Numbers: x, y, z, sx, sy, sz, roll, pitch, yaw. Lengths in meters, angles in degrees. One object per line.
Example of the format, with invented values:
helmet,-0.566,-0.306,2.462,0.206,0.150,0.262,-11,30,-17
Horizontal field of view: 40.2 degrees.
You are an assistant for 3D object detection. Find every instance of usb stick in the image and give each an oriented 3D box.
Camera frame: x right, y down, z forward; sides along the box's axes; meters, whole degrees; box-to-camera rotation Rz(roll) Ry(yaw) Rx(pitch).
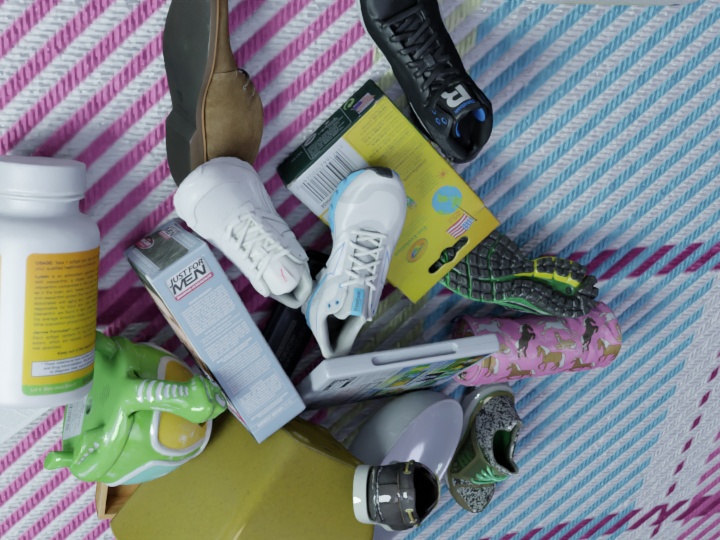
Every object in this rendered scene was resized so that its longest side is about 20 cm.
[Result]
usb stick,-0.078,0.068,1.027,0.055,0.033,0.200,11,116,-36

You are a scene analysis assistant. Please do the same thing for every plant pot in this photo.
plant pot,-0.099,0.247,0.998,0.194,0.195,0.200,32,88,-35

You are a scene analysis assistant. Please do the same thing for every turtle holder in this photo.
turtle holder,-0.206,0.126,0.935,0.132,0.141,0.186,18,125,-32

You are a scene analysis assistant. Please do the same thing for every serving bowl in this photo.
serving bowl,0.033,0.217,1.121,0.200,0.066,0.200,-38,146,-33

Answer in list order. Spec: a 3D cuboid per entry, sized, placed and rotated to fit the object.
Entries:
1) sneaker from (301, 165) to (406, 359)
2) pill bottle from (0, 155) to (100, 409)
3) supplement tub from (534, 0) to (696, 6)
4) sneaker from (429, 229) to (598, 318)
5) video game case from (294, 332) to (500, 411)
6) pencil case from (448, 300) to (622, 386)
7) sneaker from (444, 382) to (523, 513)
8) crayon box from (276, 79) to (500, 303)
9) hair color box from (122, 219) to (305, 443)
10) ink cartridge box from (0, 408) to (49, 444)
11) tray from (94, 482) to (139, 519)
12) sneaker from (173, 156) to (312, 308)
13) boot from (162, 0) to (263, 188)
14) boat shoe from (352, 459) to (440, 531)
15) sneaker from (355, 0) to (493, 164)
sneaker,0.000,0.000,0.915,0.075,0.087,0.200,8,123,-14
pill bottle,-0.279,0.006,0.833,0.111,0.111,0.201,1,101,-24
supplement tub,0.208,-0.302,0.840,0.200,0.145,0.145,-5,122,-20
sneaker,0.149,0.010,1.058,0.200,0.085,0.078,20,76,-15
video game case,0.025,0.110,1.026,0.182,0.022,0.200,-7,164,-19
pencil case,0.198,0.082,1.117,0.200,0.087,0.083,-5,145,-21
sneaker,0.155,0.231,1.193,0.077,0.089,0.200,-8,124,-18
crayon box,0.031,-0.072,0.964,0.127,0.051,0.200,-42,123,7
hair color box,-0.137,0.057,0.927,0.061,0.099,0.200,-36,119,-15
ink cartridge box,-0.413,0.124,0.926,0.200,0.050,0.162,-32,130,21
tray,-0.183,0.215,1.075,0.200,0.037,0.099,1,120,-23
sneaker,-0.091,-0.028,0.885,0.078,0.099,0.200,-42,148,2
boot,-0.123,-0.165,0.844,0.075,0.074,0.200,-16,134,-29
boat shoe,0.048,0.226,0.986,0.060,0.072,0.201,-4,168,16
sneaker,0.068,-0.185,0.876,0.073,0.112,0.200,-33,128,-2
